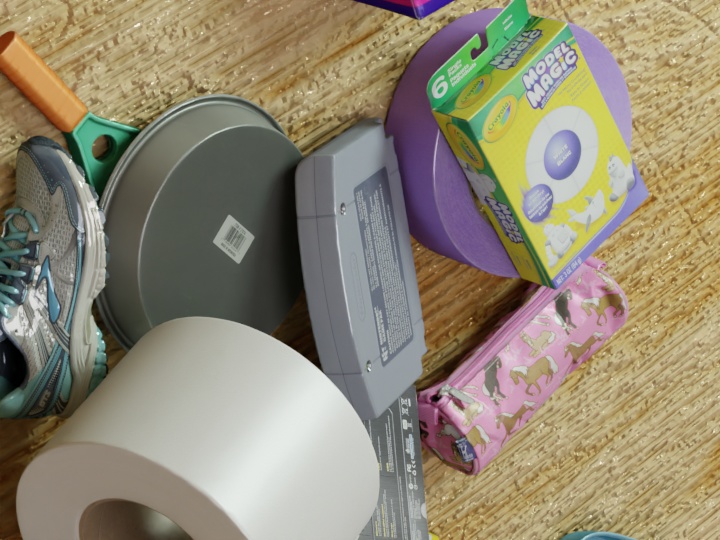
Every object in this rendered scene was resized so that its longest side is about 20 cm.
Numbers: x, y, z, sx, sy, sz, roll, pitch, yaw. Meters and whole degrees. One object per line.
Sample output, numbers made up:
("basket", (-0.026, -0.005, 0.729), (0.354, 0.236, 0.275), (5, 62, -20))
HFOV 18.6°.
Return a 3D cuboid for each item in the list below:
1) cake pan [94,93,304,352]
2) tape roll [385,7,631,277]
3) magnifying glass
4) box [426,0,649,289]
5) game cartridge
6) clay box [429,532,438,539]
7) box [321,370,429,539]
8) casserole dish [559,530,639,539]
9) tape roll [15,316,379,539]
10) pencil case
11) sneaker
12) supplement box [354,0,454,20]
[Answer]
("cake pan", (-0.102, -0.023, 1.553), (0.200, 0.037, 0.201), (-19, 118, -42))
("tape roll", (0.115, -0.099, 1.699), (0.200, 0.066, 0.201), (-12, 110, -35))
("magnifying glass", (-0.182, -0.089, 1.502), (0.080, 0.022, 0.200), (-52, 127, -13))
("box", (0.132, -0.098, 1.641), (0.117, 0.048, 0.200), (-45, 124, -19))
("game cartridge", (0.000, 0.000, 1.608), (0.133, 0.041, 0.200), (-43, 126, -65))
("clay box", (-0.022, 0.235, 1.708), (0.200, 0.048, 0.115), (26, 86, -40))
("box", (-0.020, 0.176, 1.626), (0.158, 0.048, 0.201), (11, 67, -43))
("casserole dish", (0.217, 0.287, 1.913), (0.200, 0.039, 0.121), (20, 91, -40))
("tape roll", (-0.105, 0.150, 1.447), (0.139, 0.202, 0.203), (-52, 132, -43))
("pencil case", (0.125, 0.072, 1.750), (0.200, 0.087, 0.083), (-43, 94, -20))
("sneaker", (-0.218, 0.011, 1.471), (0.086, 0.078, 0.201), (-13, 111, -31))
("supplement box", (0.024, -0.293, 1.545), (0.101, 0.103, 0.200), (-31, 122, -25))
